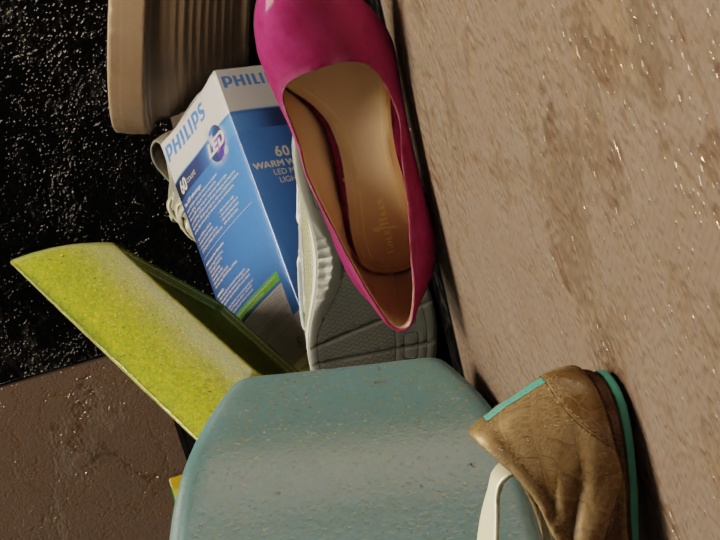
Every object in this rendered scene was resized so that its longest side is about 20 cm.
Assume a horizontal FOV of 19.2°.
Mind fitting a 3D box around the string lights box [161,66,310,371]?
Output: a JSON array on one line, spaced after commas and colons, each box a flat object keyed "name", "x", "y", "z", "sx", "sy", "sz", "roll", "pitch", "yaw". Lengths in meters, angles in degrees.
[{"name": "string lights box", "x": -0.061, "y": -0.025, "z": 1.420, "sx": 0.103, "sy": 0.059, "sz": 0.200, "roll": -45, "pitch": 60, "yaw": 53}]

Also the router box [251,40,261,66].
[{"name": "router box", "x": -0.080, "y": -0.117, "z": 1.608, "sx": 0.149, "sy": 0.051, "sz": 0.200, "roll": 87, "pitch": 164, "yaw": -61}]

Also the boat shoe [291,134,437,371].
[{"name": "boat shoe", "x": -0.002, "y": -0.001, "z": 1.208, "sx": 0.065, "sy": 0.074, "sz": 0.202, "roll": -113, "pitch": 12, "yaw": -81}]

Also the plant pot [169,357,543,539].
[{"name": "plant pot", "x": 0.001, "y": 0.160, "z": 1.102, "sx": 0.196, "sy": 0.196, "sz": 0.200, "roll": 83, "pitch": -179, "yaw": -53}]

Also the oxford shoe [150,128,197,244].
[{"name": "oxford shoe", "x": -0.116, "y": -0.044, "z": 1.630, "sx": 0.200, "sy": 0.058, "sz": 0.075, "roll": -118, "pitch": 13, "yaw": -46}]

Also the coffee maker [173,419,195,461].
[{"name": "coffee maker", "x": -0.106, "y": 0.170, "z": 1.899, "sx": 0.135, "sy": 0.192, "sz": 0.200, "roll": 58, "pitch": -173, "yaw": -42}]

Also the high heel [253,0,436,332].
[{"name": "high heel", "x": -0.002, "y": -0.061, "z": 1.068, "sx": 0.200, "sy": 0.067, "sz": 0.096, "roll": 60, "pitch": -165, "yaw": -47}]

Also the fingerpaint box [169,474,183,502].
[{"name": "fingerpaint box", "x": -0.027, "y": 0.179, "z": 1.397, "sx": 0.200, "sy": 0.166, "sz": 0.074, "roll": -128, "pitch": 22, "yaw": -70}]

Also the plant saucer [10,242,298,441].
[{"name": "plant saucer", "x": -0.088, "y": 0.058, "z": 1.292, "sx": 0.200, "sy": 0.048, "sz": 0.200, "roll": 40, "pitch": -177, "yaw": 30}]

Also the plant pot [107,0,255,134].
[{"name": "plant pot", "x": -0.119, "y": -0.191, "z": 1.472, "sx": 0.201, "sy": 0.092, "sz": 0.201, "roll": -175, "pitch": 90, "yaw": -90}]

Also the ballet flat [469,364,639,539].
[{"name": "ballet flat", "x": 0.083, "y": 0.136, "z": 0.829, "sx": 0.068, "sy": 0.072, "sz": 0.200, "roll": -127, "pitch": 22, "yaw": -71}]
